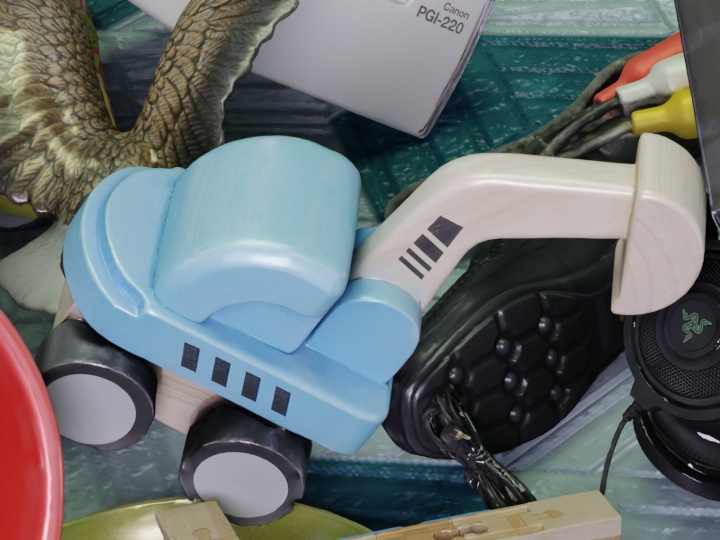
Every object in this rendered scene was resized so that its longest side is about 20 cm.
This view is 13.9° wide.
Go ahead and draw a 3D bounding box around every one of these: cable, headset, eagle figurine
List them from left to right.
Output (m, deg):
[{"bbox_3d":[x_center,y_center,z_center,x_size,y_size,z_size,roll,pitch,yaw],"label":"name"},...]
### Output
[{"bbox_3d":[-0.099,-0.060,1.233,0.151,0.201,0.151,-3,1,-33],"label":"eagle figurine"},{"bbox_3d":[0.094,-0.067,1.326,0.199,0.051,0.097,-16,33,-16],"label":"cable"},{"bbox_3d":[0.125,0.030,1.103,0.200,0.124,0.094,-35,62,-10],"label":"headset"}]

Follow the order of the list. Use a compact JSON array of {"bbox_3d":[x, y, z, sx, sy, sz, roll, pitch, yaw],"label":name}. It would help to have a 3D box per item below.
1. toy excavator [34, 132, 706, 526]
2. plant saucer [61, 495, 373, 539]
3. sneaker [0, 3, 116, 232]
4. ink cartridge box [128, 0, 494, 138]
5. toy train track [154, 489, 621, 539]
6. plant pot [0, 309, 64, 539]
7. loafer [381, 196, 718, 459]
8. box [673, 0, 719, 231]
[{"bbox_3d":[0.000,0.000,1.065,0.194,0.200,0.100,26,41,-15],"label":"toy excavator"},{"bbox_3d":[-0.066,0.151,1.040,0.199,0.031,0.200,-6,32,4],"label":"plant saucer"},{"bbox_3d":[-0.155,-0.090,1.378,0.078,0.091,0.200,-12,33,-8],"label":"sneaker"},{"bbox_3d":[-0.054,-0.151,1.398,0.145,0.085,0.200,19,10,-41],"label":"ink cartridge box"},{"bbox_3d":[-0.004,0.113,1.034,0.199,0.033,0.115,-10,25,-16],"label":"toy train track"},{"bbox_3d":[-0.229,0.072,1.034,0.200,0.201,0.177,-25,17,-25],"label":"plant pot"},{"bbox_3d":[0.068,0.018,1.191,0.070,0.068,0.200,10,31,40],"label":"loafer"},{"bbox_3d":[0.209,-0.102,1.039,0.199,0.036,0.144,-14,69,16],"label":"box"}]
